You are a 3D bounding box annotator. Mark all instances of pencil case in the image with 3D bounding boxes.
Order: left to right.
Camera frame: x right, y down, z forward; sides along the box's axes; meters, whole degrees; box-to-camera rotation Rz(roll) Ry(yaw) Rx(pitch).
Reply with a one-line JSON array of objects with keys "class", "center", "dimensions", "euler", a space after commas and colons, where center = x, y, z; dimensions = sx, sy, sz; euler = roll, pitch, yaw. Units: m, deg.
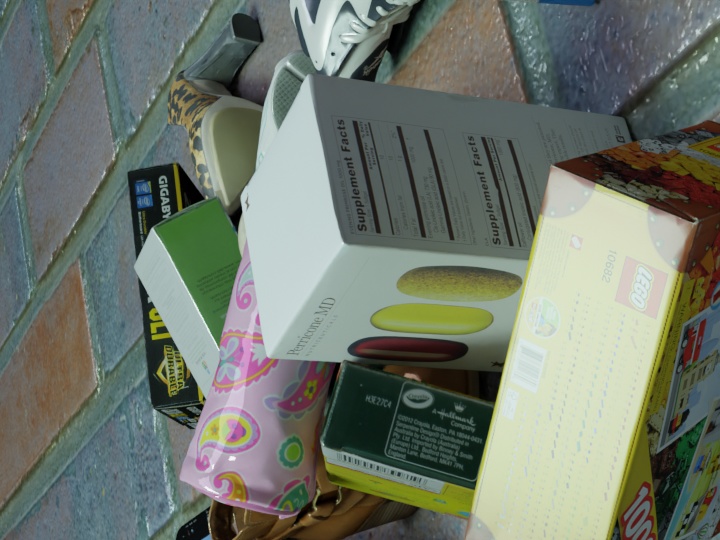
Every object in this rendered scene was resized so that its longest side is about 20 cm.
[{"class": "pencil case", "center": [-0.045, 0.045, 0.958], "dimensions": [0.087, 0.087, 0.202], "euler": [10, 83, 62]}]

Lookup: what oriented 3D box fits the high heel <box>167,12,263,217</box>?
[{"class": "high heel", "center": [-0.129, -0.101, 1.346], "dimensions": [0.143, 0.071, 0.202], "euler": [-43, 38, 47]}]

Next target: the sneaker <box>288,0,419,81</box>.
[{"class": "sneaker", "center": [0.017, -0.177, 1.081], "dimensions": [0.198, 0.079, 0.131], "euler": [16, 127, 40]}]

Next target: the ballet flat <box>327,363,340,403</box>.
[{"class": "ballet flat", "center": [-0.045, 0.064, 1.113], "dimensions": [0.056, 0.200, 0.067], "euler": [-2, 92, 17]}]

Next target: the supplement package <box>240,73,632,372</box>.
[{"class": "supplement package", "center": [0.049, -0.020, 0.870], "dimensions": [0.114, 0.198, 0.110], "euler": [124, 142, -48]}]

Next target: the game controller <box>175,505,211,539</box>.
[{"class": "game controller", "center": [-0.108, 0.249, 1.348], "dimensions": [0.105, 0.042, 0.200], "euler": [62, 146, 8]}]

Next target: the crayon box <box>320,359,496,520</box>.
[{"class": "crayon box", "center": [0.043, 0.108, 0.924], "dimensions": [0.200, 0.126, 0.051], "euler": [94, -168, -76]}]

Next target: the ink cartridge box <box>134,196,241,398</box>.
[{"class": "ink cartridge box", "center": [-0.096, 0.056, 1.213], "dimensions": [0.201, 0.059, 0.104], "euler": [61, 158, 7]}]

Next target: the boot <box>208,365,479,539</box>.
[{"class": "boot", "center": [-0.012, 0.112, 1.049], "dimensions": [0.074, 0.153, 0.201], "euler": [54, 138, 40]}]

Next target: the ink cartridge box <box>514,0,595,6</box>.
[{"class": "ink cartridge box", "center": [0.042, -0.215, 0.885], "dimensions": [0.067, 0.198, 0.118], "euler": [35, 122, 57]}]

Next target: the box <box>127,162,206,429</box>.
[{"class": "box", "center": [-0.150, 0.026, 1.352], "dimensions": [0.160, 0.049, 0.202], "euler": [61, -159, -77]}]

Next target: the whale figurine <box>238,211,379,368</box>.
[{"class": "whale figurine", "center": [0.000, 0.000, 1.065], "dimensions": [0.104, 0.158, 0.200], "euler": [57, 177, -42]}]

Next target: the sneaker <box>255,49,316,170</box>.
[{"class": "sneaker", "center": [-0.048, -0.071, 1.223], "dimensions": [0.080, 0.070, 0.203], "euler": [-128, 44, -72]}]

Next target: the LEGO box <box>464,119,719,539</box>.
[{"class": "LEGO box", "center": [0.137, 0.043, 0.756], "dimensions": [0.077, 0.148, 0.202], "euler": [26, 117, 32]}]
